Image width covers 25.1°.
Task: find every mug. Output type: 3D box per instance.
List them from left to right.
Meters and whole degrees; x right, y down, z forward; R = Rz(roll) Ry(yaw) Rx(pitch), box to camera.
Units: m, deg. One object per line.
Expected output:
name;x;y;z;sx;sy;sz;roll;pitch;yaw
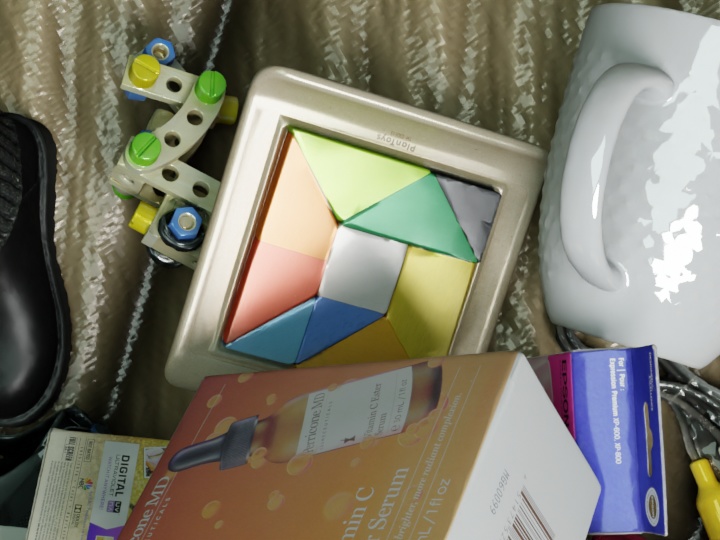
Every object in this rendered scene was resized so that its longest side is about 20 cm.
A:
mug;0.160;-0.045;0.881;0.147;0.200;0.176;17;91;31

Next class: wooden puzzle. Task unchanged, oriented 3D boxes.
wooden puzzle;0.000;0.000;0.937;0.184;0.037;0.201;15;103;-15

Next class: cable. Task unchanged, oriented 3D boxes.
cable;0.201;0.080;0.940;0.097;0.050;0.200;-38;80;2

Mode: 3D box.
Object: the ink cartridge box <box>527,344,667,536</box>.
ink cartridge box;0.116;0.093;0.881;0.037;0.200;0.095;-1;84;-12

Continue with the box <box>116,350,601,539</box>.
box;-0.006;0.134;0.793;0.199;0.107;0.153;-7;41;34

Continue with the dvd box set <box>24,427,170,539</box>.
dvd box set;-0.089;0.164;0.908;0.199;0.029;0.147;5;50;-2

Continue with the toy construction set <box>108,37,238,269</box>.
toy construction set;-0.068;-0.054;0.987;0.199;0.092;0.132;22;66;4

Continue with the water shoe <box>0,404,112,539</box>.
water shoe;-0.164;0.125;0.985;0.199;0.072;0.079;-6;118;11

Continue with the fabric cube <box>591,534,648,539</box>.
fabric cube;0.170;0.269;0.858;0.195;0.200;0.200;26;91;13

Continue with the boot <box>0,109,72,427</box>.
boot;-0.243;-0.009;0.976;0.079;0.158;0.213;-6;86;11
